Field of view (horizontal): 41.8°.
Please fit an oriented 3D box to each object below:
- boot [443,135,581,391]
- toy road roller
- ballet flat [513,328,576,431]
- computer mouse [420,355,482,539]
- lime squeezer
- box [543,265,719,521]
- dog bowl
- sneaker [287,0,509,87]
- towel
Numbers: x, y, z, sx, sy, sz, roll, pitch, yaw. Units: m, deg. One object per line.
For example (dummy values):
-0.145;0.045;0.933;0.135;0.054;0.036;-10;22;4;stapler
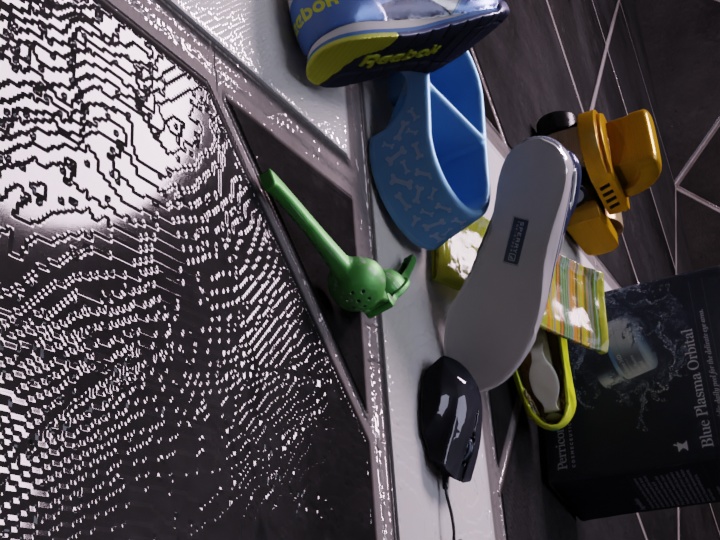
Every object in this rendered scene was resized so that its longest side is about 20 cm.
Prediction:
0.129;-0.003;0.747;0.090;0.072;0.202;-5;116;-65;boot
0.321;-0.123;1.218;0.200;0.144;0.124;44;39;-49;toy road roller
0.158;0.052;0.864;0.067;0.066;0.203;-27;104;-75;ballet flat
0.071;0.154;0.661;0.059;0.034;0.202;39;43;-54;computer mouse
0.000;0.000;0.609;0.071;0.038;0.199;52;14;29;lime squeezer
0.289;0.126;0.945;0.117;0.198;0.199;47;36;-47;box
0.058;-0.116;0.748;0.111;0.049;0.202;34;46;-44;dog bowl
0.030;-0.187;0.665;0.199;0.074;0.083;-17;75;-44;sneaker
0.141;0.005;0.815;0.198;0.018;0.087;23;50;-28;towel
